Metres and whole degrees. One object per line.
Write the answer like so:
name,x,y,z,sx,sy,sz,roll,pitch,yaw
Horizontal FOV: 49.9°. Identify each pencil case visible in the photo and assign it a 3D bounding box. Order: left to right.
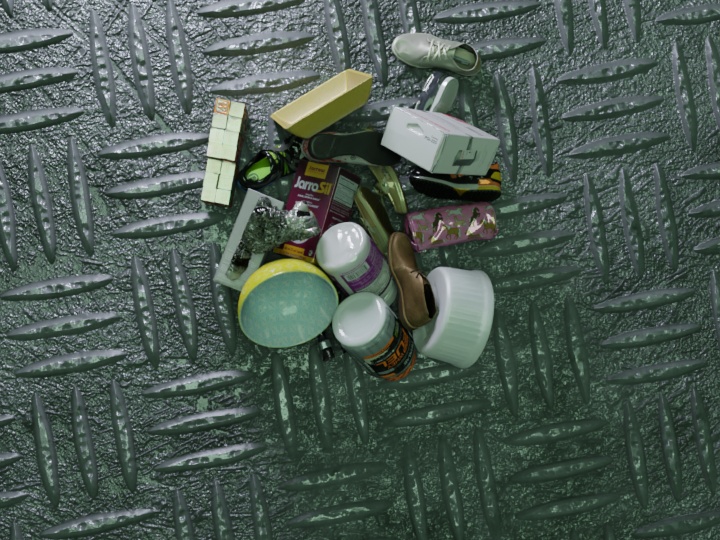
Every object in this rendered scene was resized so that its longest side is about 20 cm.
pencil case,0.189,-0.092,1.620,0.198,0.083,0.088,-11,108,-13

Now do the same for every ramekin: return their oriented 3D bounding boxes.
ramekin,0.181,0.089,1.562,0.097,0.200,0.203,13,89,-17

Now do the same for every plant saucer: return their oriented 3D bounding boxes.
plant saucer,-0.074,-0.331,1.565,0.199,0.200,0.049,-31,113,-4

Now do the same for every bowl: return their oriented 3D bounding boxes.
bowl,-0.151,0.044,1.523,0.198,0.108,0.202,-12,133,-13

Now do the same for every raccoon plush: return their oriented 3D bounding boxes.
raccoon plush,-0.162,-0.051,1.505,0.133,0.097,0.201,26,116,-5

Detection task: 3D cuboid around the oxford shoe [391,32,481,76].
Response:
oxford shoe,0.165,-0.463,1.644,0.198,0.058,0.076,14,91,-3

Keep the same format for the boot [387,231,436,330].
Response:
boot,0.107,0.012,1.542,0.073,0.075,0.202,0,72,-38

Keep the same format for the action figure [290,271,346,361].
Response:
action figure,-0.086,0.085,1.617,0.129,0.069,0.202,-22,88,3

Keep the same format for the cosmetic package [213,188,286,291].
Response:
cosmetic package,-0.224,-0.058,1.584,0.089,0.107,0.202,19,87,-4

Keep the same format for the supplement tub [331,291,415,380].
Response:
supplement tub,0.034,0.139,1.553,0.121,0.200,0.124,-13,56,20

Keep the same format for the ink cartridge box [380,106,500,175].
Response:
ink cartridge box,0.160,-0.255,1.536,0.145,0.199,0.086,35,114,33

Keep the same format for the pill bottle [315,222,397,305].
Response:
pill bottle,0.000,0.000,1.556,0.111,0.200,0.113,-13,55,20

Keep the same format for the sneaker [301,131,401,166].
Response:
sneaker,-0.022,-0.249,1.579,0.199,0.108,0.068,-1,98,-20

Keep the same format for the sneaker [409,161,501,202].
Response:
sneaker,0.202,-0.204,1.648,0.197,0.070,0.091,8,69,-2

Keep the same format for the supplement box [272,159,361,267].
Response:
supplement box,-0.089,-0.114,1.583,0.109,0.085,0.202,15,88,33

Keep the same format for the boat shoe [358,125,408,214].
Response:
boat shoe,0.041,-0.202,1.629,0.062,0.073,0.202,-26,81,3

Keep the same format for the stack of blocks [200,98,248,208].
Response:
stack of blocks,-0.277,-0.234,1.576,0.058,0.115,0.203,10,89,-4

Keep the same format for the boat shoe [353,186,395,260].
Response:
boat shoe,0.033,-0.080,1.603,0.063,0.073,0.201,-23,118,21

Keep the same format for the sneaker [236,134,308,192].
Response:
sneaker,-0.167,-0.226,1.601,0.199,0.083,0.071,-33,92,-6

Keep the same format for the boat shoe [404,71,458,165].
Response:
boat shoe,0.138,-0.322,1.640,0.060,0.075,0.201,34,98,34
